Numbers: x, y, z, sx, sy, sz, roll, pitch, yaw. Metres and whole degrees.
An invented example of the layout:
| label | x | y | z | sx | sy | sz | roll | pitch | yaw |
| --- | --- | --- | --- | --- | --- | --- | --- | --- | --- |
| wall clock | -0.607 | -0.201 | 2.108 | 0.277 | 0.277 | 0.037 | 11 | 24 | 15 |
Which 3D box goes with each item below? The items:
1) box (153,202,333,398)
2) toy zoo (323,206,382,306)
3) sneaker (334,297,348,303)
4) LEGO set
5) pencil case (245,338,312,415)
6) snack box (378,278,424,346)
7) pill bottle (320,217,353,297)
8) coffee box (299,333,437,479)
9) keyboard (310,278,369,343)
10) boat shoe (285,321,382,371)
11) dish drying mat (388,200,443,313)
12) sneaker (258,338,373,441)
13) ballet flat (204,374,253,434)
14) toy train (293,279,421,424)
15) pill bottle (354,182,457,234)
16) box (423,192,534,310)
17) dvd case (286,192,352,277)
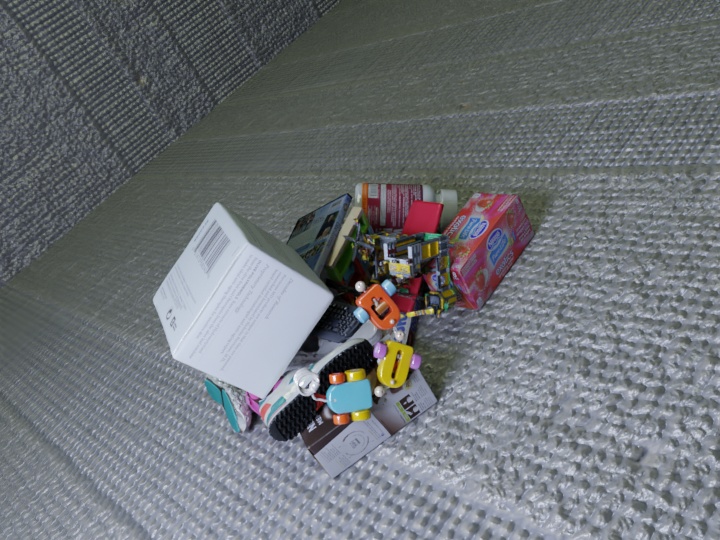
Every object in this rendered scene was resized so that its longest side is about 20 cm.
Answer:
| label | x | y | z | sx | sy | sz | roll | pitch | yaw |
| --- | --- | --- | --- | --- | --- | --- | --- | --- | --- |
| box | -0.185 | 0.042 | 1.061 | 0.201 | 0.171 | 0.199 | -55 | 33 | 5 |
| toy zoo | 0.000 | 0.000 | 1.250 | 0.020 | 0.201 | 0.132 | 10 | 57 | 29 |
| sneaker | -0.117 | 0.067 | 1.223 | 0.197 | 0.077 | 0.091 | -7 | 40 | 8 |
| LEGO set | 0.055 | 0.005 | 1.128 | 0.199 | 0.156 | 0.115 | 19 | 25 | 39 |
| pencil case | -0.127 | 0.171 | 1.230 | 0.093 | 0.091 | 0.201 | 25 | 53 | 15 |
| snack box | 0.068 | 0.082 | 1.235 | 0.071 | 0.024 | 0.201 | -15 | 34 | 25 |
| pill bottle | -0.047 | -0.005 | 1.381 | 0.115 | 0.116 | 0.201 | -18 | 33 | 24 |
| coffee box | 0.001 | 0.205 | 1.060 | 0.199 | 0.080 | 0.113 | -36 | 31 | -5 |
| keyboard | -0.059 | 0.055 | 1.129 | 0.199 | 0.021 | 0.127 | 12 | 46 | 43 |
| boat shoe | -0.059 | 0.119 | 1.163 | 0.198 | 0.070 | 0.071 | -17 | 45 | -7 |
| dish drying mat | 0.092 | -0.025 | 1.226 | 0.076 | 0.018 | 0.202 | 13 | 85 | 43 |
| sneaker | -0.074 | 0.161 | 1.043 | 0.199 | 0.071 | 0.093 | -42 | 36 | -9 |
| ballet flat | -0.230 | 0.229 | 1.268 | 0.072 | 0.072 | 0.200 | -40 | 31 | -13 |
| toy train | -0.001 | 0.118 | 0.986 | 0.200 | 0.150 | 0.056 | -48 | 11 | -13 |
| pill bottle | 0.087 | -0.115 | 1.355 | 0.197 | 0.111 | 0.110 | 2 | 35 | 1 |
| box | 0.204 | -0.038 | 1.208 | 0.099 | 0.096 | 0.200 | 10 | 50 | 47 |
| dvd case | -0.094 | -0.041 | 1.216 | 0.142 | 0.018 | 0.201 | -23 | 35 | 42 |
